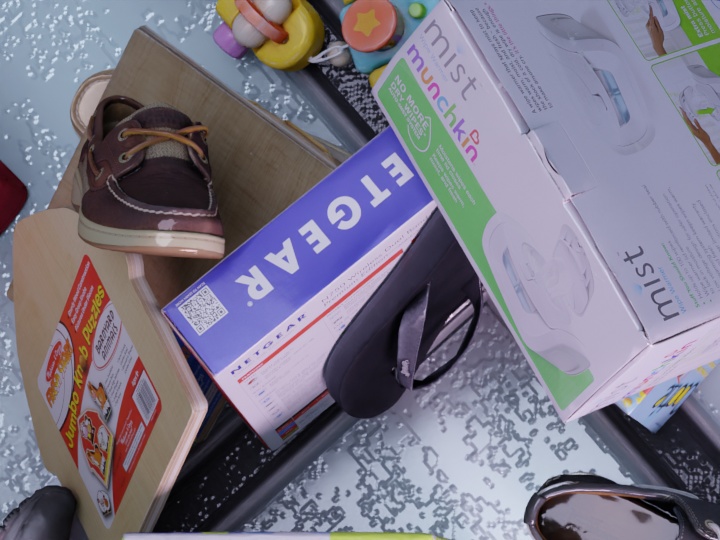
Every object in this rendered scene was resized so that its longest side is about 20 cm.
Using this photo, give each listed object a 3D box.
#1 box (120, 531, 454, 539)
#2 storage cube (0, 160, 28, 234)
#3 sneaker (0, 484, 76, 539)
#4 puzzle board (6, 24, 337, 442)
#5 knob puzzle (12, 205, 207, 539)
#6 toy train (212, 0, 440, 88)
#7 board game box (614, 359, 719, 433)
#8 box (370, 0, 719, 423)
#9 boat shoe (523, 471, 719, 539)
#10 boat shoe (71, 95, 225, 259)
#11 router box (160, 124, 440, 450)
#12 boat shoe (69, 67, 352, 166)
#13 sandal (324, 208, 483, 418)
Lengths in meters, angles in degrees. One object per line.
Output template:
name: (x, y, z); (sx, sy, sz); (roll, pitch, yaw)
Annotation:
box: (-0.042, 0.170, 1.515); (0.199, 0.122, 0.048); (-1, 81, 14)
storage cube: (-0.332, -0.051, 1.596); (0.200, 0.180, 0.171); (41, 93, 18)
sneaker: (-0.190, 0.223, 1.580); (0.090, 0.076, 0.201); (17, 93, 7)
puzzle board: (-0.107, -0.019, 1.571); (0.150, 0.017, 0.200); (36, 120, 11)
knob puzzle: (-0.146, 0.049, 1.555); (0.030, 0.220, 0.221); (-12, 75, -30)
toy train: (-0.022, -0.183, 1.576); (0.199, 0.056, 0.151); (20, 97, 22)
board game box: (0.183, -0.023, 1.497); (0.103, 0.105, 0.200); (42, 92, 16)
box: (0.135, -0.053, 1.362); (0.176, 0.097, 0.200); (-21, 74, -34)
boat shoe: (0.185, 0.159, 1.489); (0.199, 0.068, 0.072); (17, 84, 15)
boat shoe: (-0.114, -0.054, 1.461); (0.072, 0.200, 0.072); (4, 102, -14)
router box: (0.000, 0.000, 1.487); (0.200, 0.180, 0.049); (-39, 72, -5)
boat shoe: (-0.085, -0.075, 1.592); (0.199, 0.069, 0.074); (19, 87, 17)
sandal: (0.038, 0.022, 1.462); (0.043, 0.076, 0.200); (50, 139, 18)
